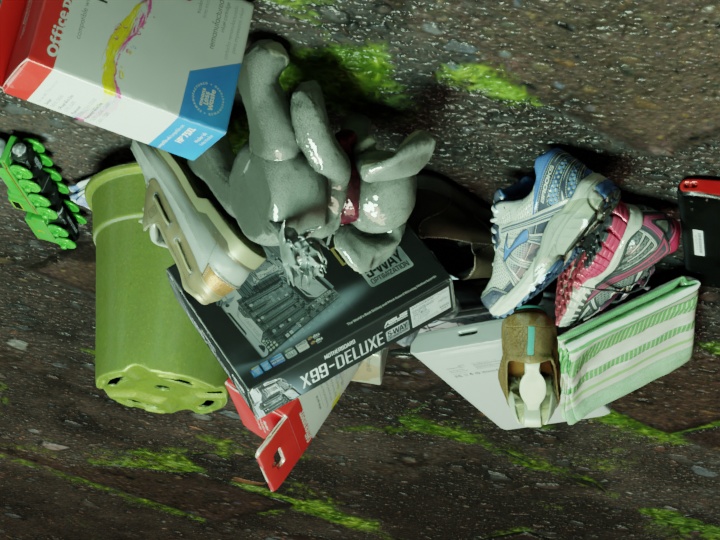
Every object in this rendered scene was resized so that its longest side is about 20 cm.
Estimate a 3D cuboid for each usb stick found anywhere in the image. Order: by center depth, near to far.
[{"bbox_3d":[0.111,0.024,1.696,0.055,0.033,0.200,10,-172,30],"label":"usb stick"}]

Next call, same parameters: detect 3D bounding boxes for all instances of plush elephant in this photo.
[{"bbox_3d":[-0.022,-0.079,1.467,0.155,0.200,0.165,-8,146,-32],"label":"plush elephant"}]

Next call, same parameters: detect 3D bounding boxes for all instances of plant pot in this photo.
[{"bbox_3d":[-0.169,0.027,1.667,0.200,0.190,0.200,5,158,2],"label":"plant pot"}]

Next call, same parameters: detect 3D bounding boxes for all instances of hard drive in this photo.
[{"bbox_3d":[0.158,0.108,1.865,0.132,0.027,0.200,-11,147,30],"label":"hard drive"}]

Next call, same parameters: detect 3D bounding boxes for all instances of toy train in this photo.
[{"bbox_3d":[-0.314,-0.076,1.738,0.056,0.042,0.200,16,159,14],"label":"toy train"}]

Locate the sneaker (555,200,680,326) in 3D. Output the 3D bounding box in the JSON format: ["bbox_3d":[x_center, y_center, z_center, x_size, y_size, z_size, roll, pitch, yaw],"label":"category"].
[{"bbox_3d":[0.226,0.002,1.641,0.075,0.081,0.200,11,157,-7],"label":"sneaker"}]

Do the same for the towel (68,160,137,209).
[{"bbox_3d":[-0.166,-0.068,1.713,0.147,0.024,0.200,26,152,-36],"label":"towel"}]

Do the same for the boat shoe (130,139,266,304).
[{"bbox_3d":[-0.155,-0.051,1.534,0.068,0.200,0.075,-46,136,9],"label":"boat shoe"}]

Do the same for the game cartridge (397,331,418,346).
[{"bbox_3d":[0.000,0.000,1.722,0.133,0.041,0.200,30,162,10],"label":"game cartridge"}]

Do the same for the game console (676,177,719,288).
[{"bbox_3d":[0.372,-0.026,1.589,0.177,0.031,0.200,10,158,17],"label":"game console"}]

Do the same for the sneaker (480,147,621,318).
[{"bbox_3d":[0.150,-0.037,1.570,0.085,0.077,0.200,46,139,11],"label":"sneaker"}]

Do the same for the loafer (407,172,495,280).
[{"bbox_3d":[0.099,-0.019,1.653,0.200,0.071,0.073,26,153,-33],"label":"loafer"}]

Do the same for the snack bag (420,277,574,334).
[{"bbox_3d":[0.127,0.054,1.885,0.188,0.021,0.200,10,158,-1],"label":"snack bag"}]

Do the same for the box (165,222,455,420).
[{"bbox_3d":[-0.043,0.016,1.547,0.200,0.158,0.050,-28,144,-12],"label":"box"}]

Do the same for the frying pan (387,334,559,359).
[{"bbox_3d":[0.138,0.089,1.888,0.190,0.031,0.115,-8,150,32],"label":"frying pan"}]

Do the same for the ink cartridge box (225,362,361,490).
[{"bbox_3d":[-0.056,0.088,1.631,0.067,0.200,0.116,28,161,17],"label":"ink cartridge box"}]

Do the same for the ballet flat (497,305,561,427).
[{"bbox_3d":[0.168,0.108,1.758,0.068,0.072,0.200,-1,151,4],"label":"ballet flat"}]

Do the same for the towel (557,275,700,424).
[{"bbox_3d":[0.259,0.078,1.739,0.152,0.023,0.200,-27,154,-5],"label":"towel"}]

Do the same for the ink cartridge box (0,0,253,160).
[{"bbox_3d":[-0.190,-0.174,1.344,0.200,0.116,0.067,19,157,-23],"label":"ink cartridge box"}]

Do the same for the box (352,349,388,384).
[{"bbox_3d":[-0.069,0.057,1.899,0.200,0.078,0.095,8,157,6],"label":"box"}]
